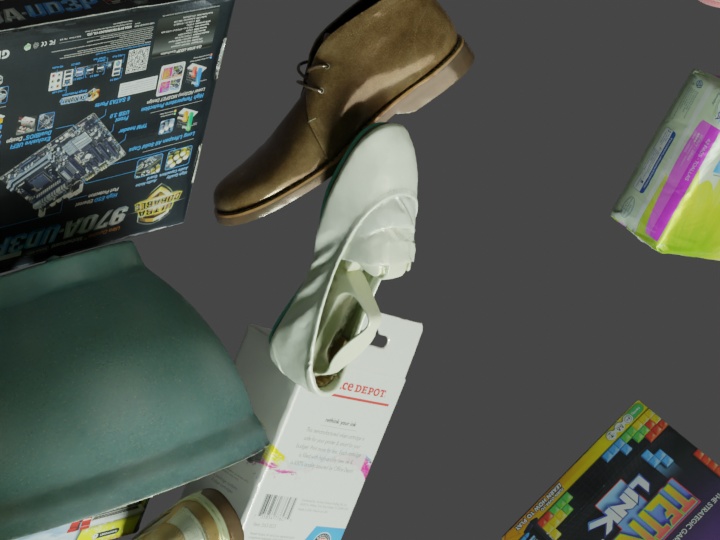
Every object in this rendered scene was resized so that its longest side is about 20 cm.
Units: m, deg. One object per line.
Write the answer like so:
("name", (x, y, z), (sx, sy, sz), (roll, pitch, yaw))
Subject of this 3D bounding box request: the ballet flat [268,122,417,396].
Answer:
("ballet flat", (0.000, 0.000, 1.188), (0.069, 0.069, 0.201), (-13, 139, -44))

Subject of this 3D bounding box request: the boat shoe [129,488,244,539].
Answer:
("boat shoe", (-0.155, 0.218, 1.289), (0.076, 0.072, 0.200), (-24, 158, -41))

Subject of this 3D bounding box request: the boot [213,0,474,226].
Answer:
("boot", (-0.025, -0.108, 1.181), (0.200, 0.074, 0.076), (-40, 117, -9))

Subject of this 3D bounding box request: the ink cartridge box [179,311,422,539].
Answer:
("ink cartridge box", (-0.044, 0.111, 1.329), (0.115, 0.068, 0.202), (16, 98, -51))

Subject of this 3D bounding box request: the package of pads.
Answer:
("package of pads", (0.315, -0.084, 1.611), (0.199, 0.068, 0.155), (3, 120, -52))

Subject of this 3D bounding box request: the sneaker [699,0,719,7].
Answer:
("sneaker", (0.287, -0.256, 1.392), (0.105, 0.075, 0.200), (-55, 153, -4))

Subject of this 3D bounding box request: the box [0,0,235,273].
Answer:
("box", (-0.169, -0.082, 1.022), (0.199, 0.046, 0.160), (-18, 136, -41))

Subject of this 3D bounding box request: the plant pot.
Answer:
("plant pot", (-0.165, 0.062, 1.031), (0.198, 0.135, 0.200), (-17, 180, 0))

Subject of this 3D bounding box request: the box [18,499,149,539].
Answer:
("box", (-0.208, 0.125, 1.190), (0.199, 0.038, 0.137), (-8, 129, -48))

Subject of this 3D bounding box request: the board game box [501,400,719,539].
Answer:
("board game box", (0.263, 0.251, 1.794), (0.200, 0.165, 0.057), (-44, 148, -12))
